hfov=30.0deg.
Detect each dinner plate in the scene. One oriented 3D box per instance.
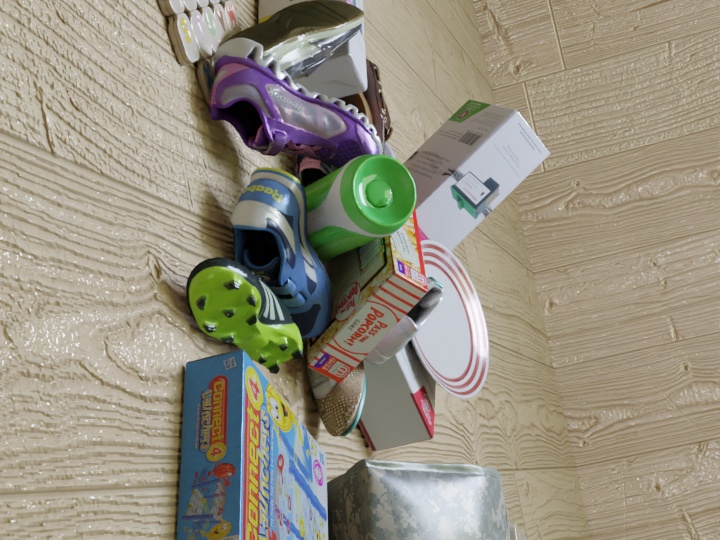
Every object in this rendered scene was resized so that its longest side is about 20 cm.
[{"bbox_3d":[0.100,0.061,1.644,0.200,0.024,0.200,32,49,-46],"label":"dinner plate"}]

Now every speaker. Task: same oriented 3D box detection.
[{"bbox_3d":[-0.022,-0.059,1.371,0.200,0.088,0.089,-21,-100,61],"label":"speaker"}]

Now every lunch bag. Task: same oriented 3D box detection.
[{"bbox_3d":[0.071,0.287,1.382,0.200,0.118,0.164,8,61,-29],"label":"lunch bag"}]

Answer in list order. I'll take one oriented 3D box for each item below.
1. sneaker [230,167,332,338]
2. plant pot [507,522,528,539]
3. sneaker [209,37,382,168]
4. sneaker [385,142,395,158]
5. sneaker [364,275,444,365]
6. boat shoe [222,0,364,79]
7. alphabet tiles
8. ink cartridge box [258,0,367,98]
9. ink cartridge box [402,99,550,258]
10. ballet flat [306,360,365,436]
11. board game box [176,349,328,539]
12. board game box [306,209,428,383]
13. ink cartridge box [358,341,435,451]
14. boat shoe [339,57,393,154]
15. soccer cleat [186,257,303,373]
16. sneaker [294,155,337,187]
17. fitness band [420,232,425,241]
[{"bbox_3d":[-0.084,-0.002,1.327,0.082,0.074,0.200,-62,145,-45],"label":"sneaker"},{"bbox_3d":[0.115,0.382,1.501,0.200,0.177,0.200,56,25,-55],"label":"plant pot"},{"bbox_3d":[-0.073,-0.145,1.357,0.200,0.080,0.089,31,53,-15],"label":"sneaker"},{"bbox_3d":[-0.019,-0.181,1.754,0.112,0.077,0.200,99,-31,-74],"label":"sneaker"},{"bbox_3d":[0.058,0.024,1.494,0.075,0.088,0.200,47,33,-21],"label":"sneaker"},{"bbox_3d":[-0.073,-0.241,1.459,0.201,0.072,0.066,-32,139,-43],"label":"boat shoe"},{"bbox_3d":[-0.164,-0.270,1.381,0.200,0.015,0.196,-54,128,-71],"label":"alphabet tiles"},{"bbox_3d":[-0.059,-0.292,1.592,0.067,0.117,0.200,60,22,-50],"label":"ink cartridge box"},{"bbox_3d":[0.125,-0.122,1.754,0.084,0.200,0.146,48,-6,-23],"label":"ink cartridge box"},{"bbox_3d":[-0.030,0.101,1.476,0.065,0.070,0.200,39,27,-21],"label":"ballet flat"},{"bbox_3d":[-0.087,0.203,1.145,0.196,0.056,0.200,59,22,-50],"label":"board game box"},{"bbox_3d":[0.000,0.000,1.438,0.046,0.152,0.200,30,31,-24],"label":"board game box"},{"bbox_3d":[0.034,0.097,1.643,0.200,0.084,0.144,-82,153,-54],"label":"ink cartridge box"},{"bbox_3d":[0.007,-0.181,1.584,0.070,0.070,0.200,18,49,-32],"label":"boat shoe"},{"bbox_3d":[-0.112,0.028,1.226,0.081,0.067,0.200,64,6,30],"label":"soccer cleat"},{"bbox_3d":[-0.046,-0.129,1.582,0.082,0.070,0.200,50,28,-63],"label":"sneaker"},{"bbox_3d":[0.026,-0.066,1.695,0.144,0.037,0.200,38,-6,28],"label":"fitness band"}]
